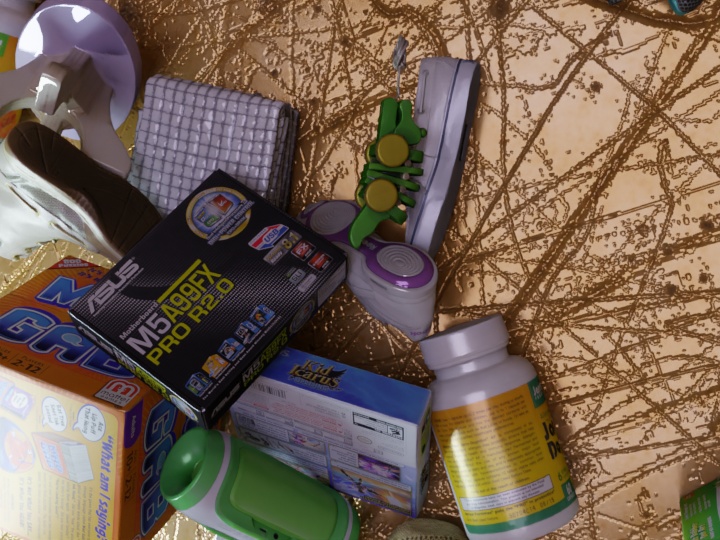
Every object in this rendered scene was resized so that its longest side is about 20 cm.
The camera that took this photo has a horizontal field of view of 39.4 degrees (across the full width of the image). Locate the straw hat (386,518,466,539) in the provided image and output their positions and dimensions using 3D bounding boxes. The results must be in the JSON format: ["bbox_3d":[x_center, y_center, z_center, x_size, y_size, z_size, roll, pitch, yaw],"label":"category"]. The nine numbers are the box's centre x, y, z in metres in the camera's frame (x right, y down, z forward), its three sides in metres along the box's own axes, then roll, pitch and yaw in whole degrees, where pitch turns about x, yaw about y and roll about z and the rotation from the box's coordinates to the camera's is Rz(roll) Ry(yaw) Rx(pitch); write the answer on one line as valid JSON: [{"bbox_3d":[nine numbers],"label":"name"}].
[{"bbox_3d":[0.063,0.294,0.996,0.201,0.085,0.201,4,132,4],"label":"straw hat"}]

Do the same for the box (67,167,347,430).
[{"bbox_3d":[-0.133,0.020,0.905,0.160,0.044,0.200,34,64,18],"label":"box"}]

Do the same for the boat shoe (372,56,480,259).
[{"bbox_3d":[0.054,-0.111,0.977,0.086,0.075,0.202,13,96,15],"label":"boat shoe"}]

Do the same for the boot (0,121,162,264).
[{"bbox_3d":[-0.295,-0.044,1.007,0.200,0.072,0.155,41,136,-20],"label":"boot"}]

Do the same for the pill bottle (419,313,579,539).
[{"bbox_3d":[0.126,0.149,0.957,0.113,0.113,0.200,-19,88,17],"label":"pill bottle"}]

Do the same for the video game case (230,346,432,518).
[{"bbox_3d":[-0.031,0.153,0.984,0.200,0.045,0.181,16,142,15],"label":"video game case"}]

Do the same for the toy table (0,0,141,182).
[{"bbox_3d":[-0.300,-0.168,1.007,0.184,0.117,0.200,18,143,-1],"label":"toy table"}]

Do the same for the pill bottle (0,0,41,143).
[{"bbox_3d":[-0.407,-0.235,1.085,0.111,0.111,0.200,24,101,14],"label":"pill bottle"}]

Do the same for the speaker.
[{"bbox_3d":[-0.094,0.226,0.979,0.200,0.088,0.088,35,108,-32],"label":"speaker"}]

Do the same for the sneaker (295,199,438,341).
[{"bbox_3d":[0.000,0.000,0.984,0.200,0.075,0.100,40,150,43],"label":"sneaker"}]

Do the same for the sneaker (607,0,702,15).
[{"bbox_3d":[0.230,-0.290,0.912,0.200,0.078,0.091,21,104,16],"label":"sneaker"}]

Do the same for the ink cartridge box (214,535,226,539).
[{"bbox_3d":[-0.083,0.387,1.075,0.176,0.045,0.200,12,98,17],"label":"ink cartridge box"}]

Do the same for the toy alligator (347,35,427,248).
[{"bbox_3d":[0.037,-0.113,0.926,0.054,0.059,0.200,14,90,-12],"label":"toy alligator"}]

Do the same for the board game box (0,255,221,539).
[{"bbox_3d":[-0.268,0.137,1.000,0.200,0.200,0.200,18,119,15],"label":"board game box"}]

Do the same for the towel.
[{"bbox_3d":[-0.154,-0.092,1.038,0.165,0.086,0.200,12,99,18],"label":"towel"}]

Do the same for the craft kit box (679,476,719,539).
[{"bbox_3d":[0.366,0.191,0.844,0.197,0.200,0.049,-33,86,17],"label":"craft kit box"}]
